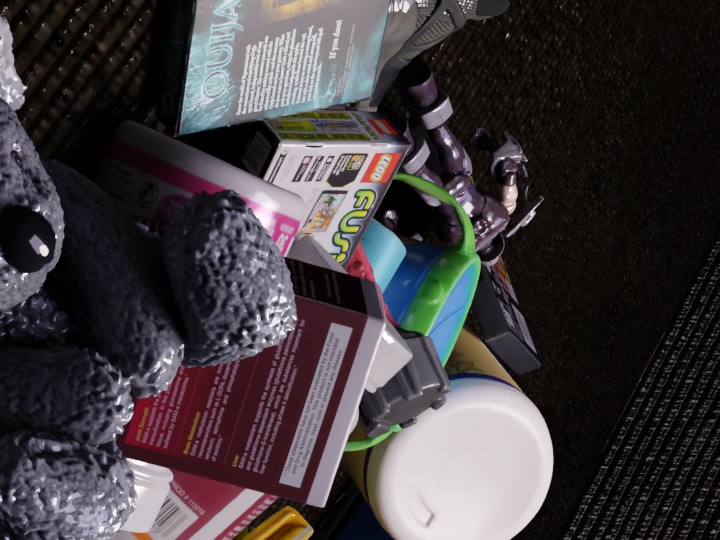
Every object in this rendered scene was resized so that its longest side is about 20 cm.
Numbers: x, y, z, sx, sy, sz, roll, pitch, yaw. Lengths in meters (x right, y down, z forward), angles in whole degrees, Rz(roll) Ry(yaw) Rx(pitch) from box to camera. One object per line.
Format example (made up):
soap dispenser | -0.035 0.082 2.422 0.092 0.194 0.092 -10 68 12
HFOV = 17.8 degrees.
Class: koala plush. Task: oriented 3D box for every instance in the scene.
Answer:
koala plush | -0.166 -0.010 0.979 0.178 0.183 0.200 -51 135 -15

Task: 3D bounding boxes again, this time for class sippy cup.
sippy cup | -0.002 0.025 1.612 0.178 0.130 0.140 -59 167 -31

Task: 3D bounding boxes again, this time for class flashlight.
flashlight | 0.000 0.000 1.467 0.067 0.201 0.068 -15 155 -23

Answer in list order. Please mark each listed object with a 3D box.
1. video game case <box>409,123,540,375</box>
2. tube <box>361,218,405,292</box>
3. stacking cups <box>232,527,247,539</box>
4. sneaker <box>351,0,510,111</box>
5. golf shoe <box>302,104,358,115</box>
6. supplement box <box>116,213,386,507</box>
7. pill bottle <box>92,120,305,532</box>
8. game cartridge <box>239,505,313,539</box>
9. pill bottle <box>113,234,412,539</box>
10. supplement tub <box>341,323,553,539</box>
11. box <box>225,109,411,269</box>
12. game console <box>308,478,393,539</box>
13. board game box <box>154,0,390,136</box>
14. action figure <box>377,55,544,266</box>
video game case | 0.094 -0.014 1.876 0.200 0.025 0.182 40 29 -75
tube | -0.042 0.055 1.511 0.201 0.077 0.050 -58 150 -17
stacking cups | -0.084 0.089 1.586 0.060 0.060 0.201 -33 141 -65
sneaker | 0.033 -0.159 1.443 0.114 0.077 0.200 -21 165 -19
golf shoe | -0.051 -0.116 1.380 0.088 0.077 0.201 -34 145 -31
supplement box | -0.098 0.037 1.153 0.061 0.198 0.110 -104 -148 -69
pill bottle | -0.117 0.031 1.249 0.201 0.113 0.113 -67 165 1
game cartridge | -0.131 0.260 1.601 0.200 0.032 0.176 -47 173 22
pill bottle | -0.074 0.080 1.349 0.200 0.114 0.114 -41 165 2
supplement tub | 0.050 0.114 1.764 0.146 0.144 0.200 -70 -156 16
box | -0.058 -0.007 1.402 0.110 0.035 0.201 -2 131 -44
game console | 0.019 0.258 2.081 0.200 0.118 0.172 -51 159 -43
board game box | -0.038 -0.173 1.256 0.134 0.028 0.201 -13 132 -31
action figure | 0.062 -0.068 1.703 0.130 0.069 0.200 -46 135 -15
